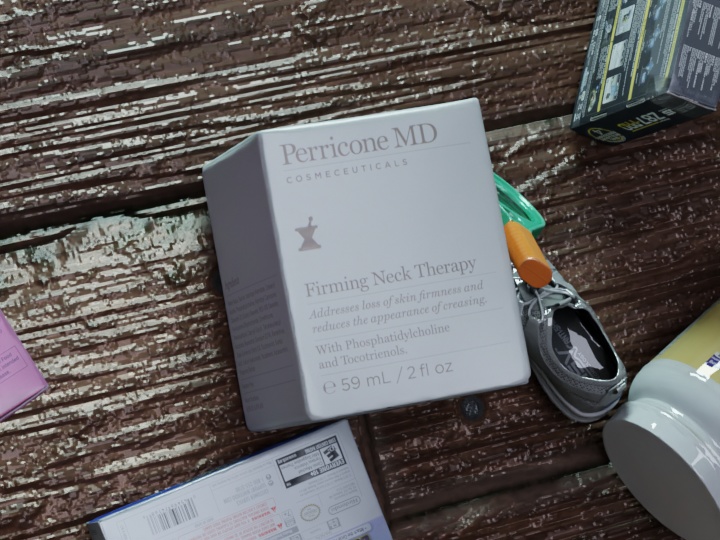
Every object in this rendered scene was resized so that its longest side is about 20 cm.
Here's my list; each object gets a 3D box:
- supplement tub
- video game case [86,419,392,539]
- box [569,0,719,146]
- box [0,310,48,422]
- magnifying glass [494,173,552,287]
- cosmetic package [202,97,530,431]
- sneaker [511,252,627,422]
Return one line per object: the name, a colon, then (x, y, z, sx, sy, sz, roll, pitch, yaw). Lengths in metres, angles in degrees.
supplement tub: (0.293, 0.096, 1.803, 0.200, 0.145, 0.145, -41, 98, -20)
video game case: (-0.070, 0.225, 1.705, 0.200, 0.045, 0.182, -21, 89, -21)
box: (0.230, -0.205, 1.810, 0.049, 0.161, 0.200, 18, 77, -18)
box: (-0.312, 0.025, 1.570, 0.097, 0.176, 0.200, -34, 95, -20)
magnifying glass: (0.108, -0.033, 1.726, 0.080, 0.200, 0.022, 34, 105, -17)
cosmetic package: (0.000, 0.000, 1.692, 0.167, 0.166, 0.200, -10, 87, -18)
sneaker: (0.133, 0.019, 1.782, 0.075, 0.082, 0.200, -42, 89, -20)
